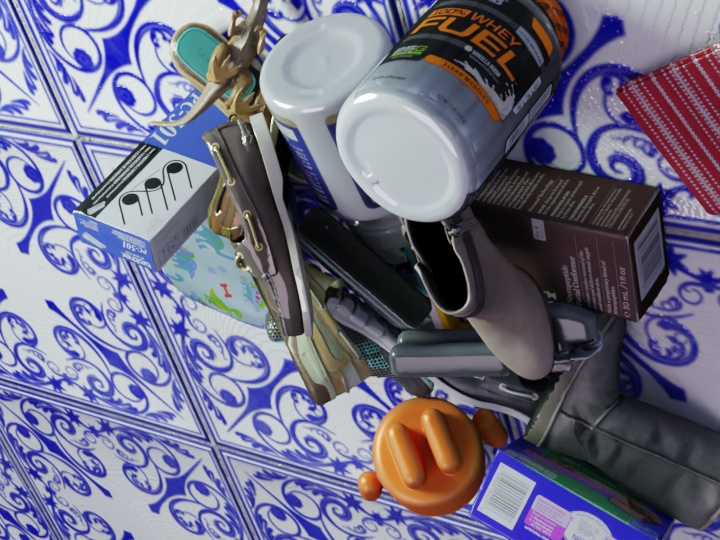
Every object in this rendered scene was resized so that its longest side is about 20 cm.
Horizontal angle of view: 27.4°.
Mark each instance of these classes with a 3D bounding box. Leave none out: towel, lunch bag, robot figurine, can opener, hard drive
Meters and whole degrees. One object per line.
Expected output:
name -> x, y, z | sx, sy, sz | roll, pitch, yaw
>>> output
towel -> 0.306, -0.118, 1.123 | 0.145, 0.023, 0.199 | 49, 145, -16
lunch bag -> -0.135, -0.036, 1.545 | 0.160, 0.083, 0.201 | 20, 144, 24
robot figurine -> 0.076, 0.198, 1.560 | 0.116, 0.145, 0.200 | 28, 170, 13
can opener -> 0.121, 0.062, 1.326 | 0.198, 0.053, 0.067 | -7, 112, 24
hard drive -> 0.000, 0.000, 1.391 | 0.139, 0.033, 0.200 | 41, 176, -1

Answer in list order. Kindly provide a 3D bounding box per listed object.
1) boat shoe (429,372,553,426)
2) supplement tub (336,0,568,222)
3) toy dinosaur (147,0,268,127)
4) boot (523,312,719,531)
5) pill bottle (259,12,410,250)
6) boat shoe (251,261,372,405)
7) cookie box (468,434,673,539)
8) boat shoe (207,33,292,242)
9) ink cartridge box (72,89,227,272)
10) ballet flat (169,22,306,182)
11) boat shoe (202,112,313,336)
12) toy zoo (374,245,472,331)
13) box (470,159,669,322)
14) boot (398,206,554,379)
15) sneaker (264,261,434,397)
boat shoe -> 0.152, 0.109, 1.457 | 0.199, 0.076, 0.061 | 24, 116, 0
supplement tub -> 0.078, -0.141, 1.146 | 0.122, 0.200, 0.123 | 22, 140, 20
toy dinosaur -> -0.121, -0.176, 1.338 | 0.060, 0.106, 0.200 | 29, 113, -20
boot -> 0.273, 0.135, 1.377 | 0.199, 0.073, 0.183 | 26, 119, 3
pill bottle -> 0.000, -0.115, 1.305 | 0.119, 0.120, 0.201 | 12, 147, 32
boat shoe -> -0.051, 0.025, 1.401 | 0.201, 0.076, 0.072 | 63, 174, 11
cookie box -> 0.213, 0.231, 1.434 | 0.170, 0.200, 0.076 | 28, 99, 16
boat shoe -> -0.094, -0.123, 1.349 | 0.067, 0.202, 0.072 | 15, -177, 18
ink cartridge box -> -0.179, -0.090, 1.430 | 0.093, 0.200, 0.044 | 20, 141, 24
ballet flat -> -0.099, -0.161, 1.415 | 0.200, 0.069, 0.063 | 45, 177, -3
boat shoe -> -0.086, -0.034, 1.295 | 0.072, 0.059, 0.202 | -119, 15, -77
toy zoo -> 0.070, 0.012, 1.472 | 0.130, 0.020, 0.201 | 6, 133, 38
box -> 0.163, -0.033, 1.299 | 0.199, 0.075, 0.101 | 15, 138, 33
boot -> 0.093, 0.015, 1.213 | 0.070, 0.146, 0.201 | -31, 91, 17
sneaker -> -0.014, 0.077, 1.493 | 0.200, 0.091, 0.078 | 37, -170, -18
